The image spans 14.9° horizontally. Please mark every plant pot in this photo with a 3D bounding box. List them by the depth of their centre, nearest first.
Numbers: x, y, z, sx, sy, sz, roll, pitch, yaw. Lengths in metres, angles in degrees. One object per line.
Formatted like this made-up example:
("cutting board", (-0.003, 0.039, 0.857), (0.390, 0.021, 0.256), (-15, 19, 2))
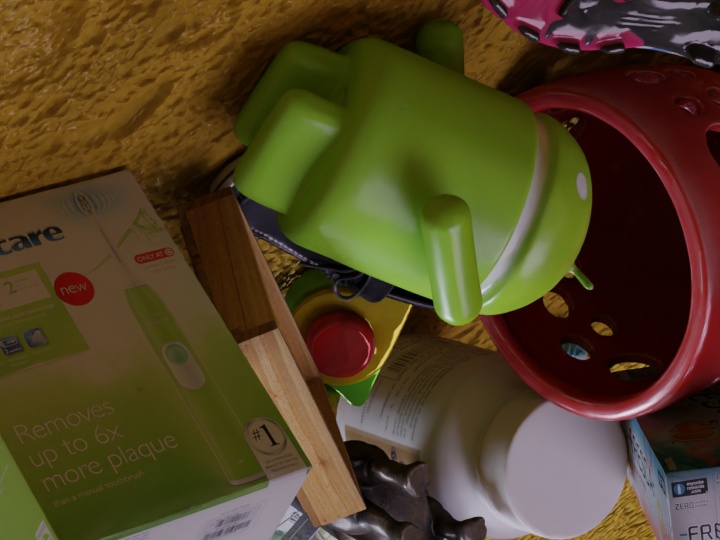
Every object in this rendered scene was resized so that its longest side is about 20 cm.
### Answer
("plant pot", (0.186, -0.027, 1.637), (0.182, 0.201, 0.201), (-16, 151, -40))

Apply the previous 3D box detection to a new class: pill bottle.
("pill bottle", (0.077, 0.107, 1.735), (0.114, 0.115, 0.200), (-21, -164, -25))

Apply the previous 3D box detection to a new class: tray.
("tray", (-0.049, 0.051, 1.524), (0.037, 0.099, 0.200), (-21, 145, 2))

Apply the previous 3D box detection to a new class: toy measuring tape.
("toy measuring tape", (0.000, 0.000, 1.640), (0.073, 0.074, 0.201), (-4, 126, -48))

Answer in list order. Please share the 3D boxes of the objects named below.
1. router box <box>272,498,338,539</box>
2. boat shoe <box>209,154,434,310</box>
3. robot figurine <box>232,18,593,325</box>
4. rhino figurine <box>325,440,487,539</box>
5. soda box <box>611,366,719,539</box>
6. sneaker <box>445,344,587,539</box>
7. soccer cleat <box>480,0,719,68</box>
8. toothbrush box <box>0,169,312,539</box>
("router box", (-0.056, 0.228, 1.876), (0.200, 0.149, 0.051), (-49, -172, 31))
("boat shoe", (0.006, -0.021, 1.545), (0.199, 0.062, 0.075), (17, 128, -34))
("robot figurine", (0.034, -0.048, 1.454), (0.199, 0.176, 0.116), (22, 125, -18))
("rhino figurine", (0.031, 0.162, 1.670), (0.060, 0.087, 0.200), (-62, 144, -16))
("soda box", (0.195, 0.113, 1.619), (0.063, 0.069, 0.200), (-9, -165, -2))
("sneaker", (0.105, 0.126, 1.967), (0.076, 0.081, 0.200), (-3, 141, -46))
("soccer cleat", (0.139, -0.160, 1.500), (0.199, 0.087, 0.070), (11, 129, -26))
("toothbrush box", (-0.141, 0.063, 1.395), (0.145, 0.200, 0.086), (-16, 150, -32))
